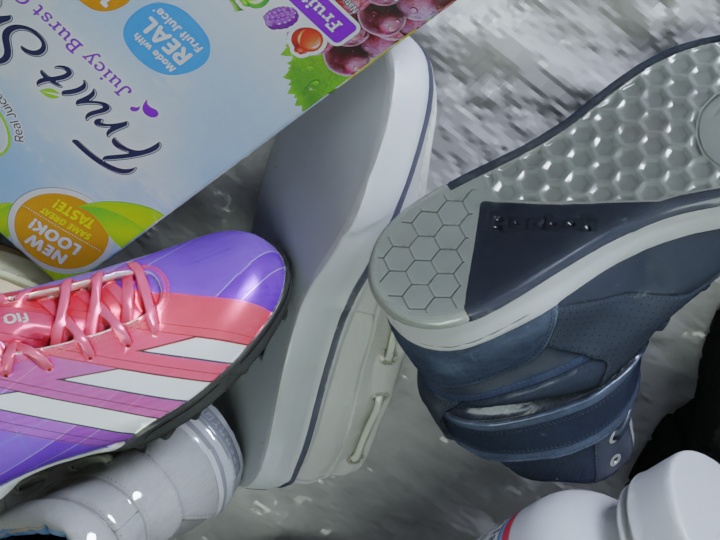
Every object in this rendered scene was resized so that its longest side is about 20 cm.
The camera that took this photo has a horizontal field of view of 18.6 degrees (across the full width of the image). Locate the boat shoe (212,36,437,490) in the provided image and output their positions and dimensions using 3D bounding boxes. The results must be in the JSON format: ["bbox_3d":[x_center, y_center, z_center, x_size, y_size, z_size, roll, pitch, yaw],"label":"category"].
[{"bbox_3d":[0.000,0.000,0.834,0.065,0.072,0.201,0,120,-29],"label":"boat shoe"}]

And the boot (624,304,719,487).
[{"bbox_3d":[0.194,0.064,0.862,0.130,0.068,0.201,15,134,-9],"label":"boot"}]

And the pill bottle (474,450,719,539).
[{"bbox_3d":[0.066,0.153,0.841,0.200,0.109,0.109,-35,115,26],"label":"pill bottle"}]

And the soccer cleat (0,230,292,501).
[{"bbox_3d":[-0.118,0.033,0.786,0.199,0.068,0.073,-28,133,-6],"label":"soccer cleat"}]

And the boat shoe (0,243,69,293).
[{"bbox_3d":[-0.168,0.014,0.836,0.199,0.072,0.065,24,83,-27],"label":"boat shoe"}]

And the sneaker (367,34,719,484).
[{"bbox_3d":[0.108,0.000,0.817,0.201,0.077,0.146,-24,143,-2],"label":"sneaker"}]

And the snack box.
[{"bbox_3d":[-0.090,-0.110,0.764,0.200,0.068,0.169,-34,116,29],"label":"snack box"}]

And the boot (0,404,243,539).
[{"bbox_3d":[-0.136,0.109,0.877,0.200,0.095,0.074,-31,95,47],"label":"boot"}]
